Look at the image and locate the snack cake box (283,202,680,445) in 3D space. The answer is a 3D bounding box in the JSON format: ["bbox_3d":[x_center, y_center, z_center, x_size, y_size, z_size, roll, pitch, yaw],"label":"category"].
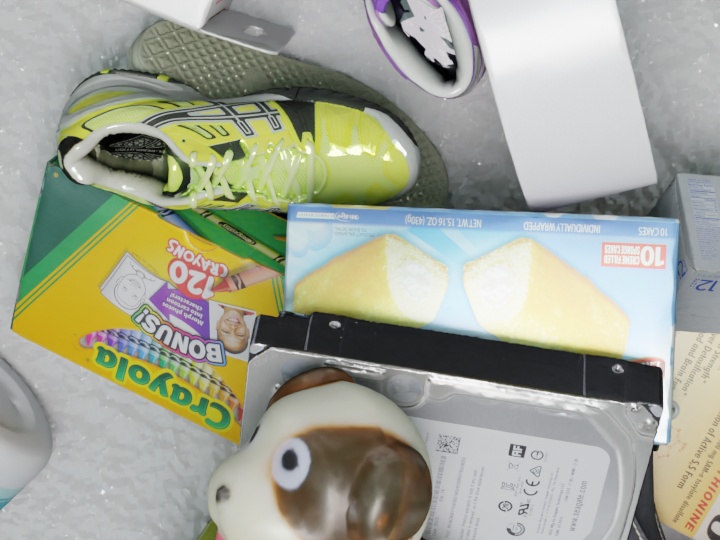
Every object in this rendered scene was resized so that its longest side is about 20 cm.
[{"bbox_3d":[0.061,0.027,1.037,0.199,0.067,0.116,2,89,5],"label":"snack cake box"}]

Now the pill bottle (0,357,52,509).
[{"bbox_3d":[-0.286,0.135,1.198,0.200,0.111,0.111,-42,97,13],"label":"pill bottle"}]

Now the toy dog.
[{"bbox_3d":[-0.004,0.147,0.931,0.193,0.140,0.201,-18,123,-6],"label":"toy dog"}]

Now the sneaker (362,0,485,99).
[{"bbox_3d":[0.015,-0.186,1.093,0.072,0.114,0.201,-29,98,12],"label":"sneaker"}]

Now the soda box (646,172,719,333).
[{"bbox_3d":[0.255,-0.004,1.101,0.199,0.064,0.068,3,149,-14],"label":"soda box"}]

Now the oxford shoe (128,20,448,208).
[{"bbox_3d":[-0.043,-0.080,1.156,0.199,0.075,0.058,23,144,-9],"label":"oxford shoe"}]

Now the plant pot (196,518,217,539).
[{"bbox_3d":[-0.011,0.210,1.164,0.193,0.200,0.201,33,104,7],"label":"plant pot"}]

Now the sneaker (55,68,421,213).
[{"bbox_3d":[-0.068,-0.056,1.084,0.199,0.076,0.076,4,121,7],"label":"sneaker"}]

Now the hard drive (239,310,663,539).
[{"bbox_3d":[0.039,0.095,0.994,0.199,0.038,0.140,10,127,1],"label":"hard drive"}]

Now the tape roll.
[{"bbox_3d":[0.099,-0.135,1.054,0.071,0.202,0.203,-14,102,9],"label":"tape roll"}]

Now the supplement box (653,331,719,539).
[{"bbox_3d":[0.211,0.089,1.163,0.199,0.074,0.126,25,105,-2],"label":"supplement box"}]

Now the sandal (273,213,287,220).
[{"bbox_3d":[0.000,0.000,1.169,0.199,0.055,0.082,15,104,1],"label":"sandal"}]

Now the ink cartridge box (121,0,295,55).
[{"bbox_3d":[-0.122,-0.188,1.102,0.199,0.117,0.068,23,104,-2],"label":"ink cartridge box"}]

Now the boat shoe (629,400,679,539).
[{"bbox_3d":[0.139,0.077,1.092,0.063,0.073,0.201,-18,92,18],"label":"boat shoe"}]

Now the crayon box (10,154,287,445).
[{"bbox_3d":[-0.092,0.018,1.146,0.199,0.058,0.119,25,122,10],"label":"crayon box"}]
